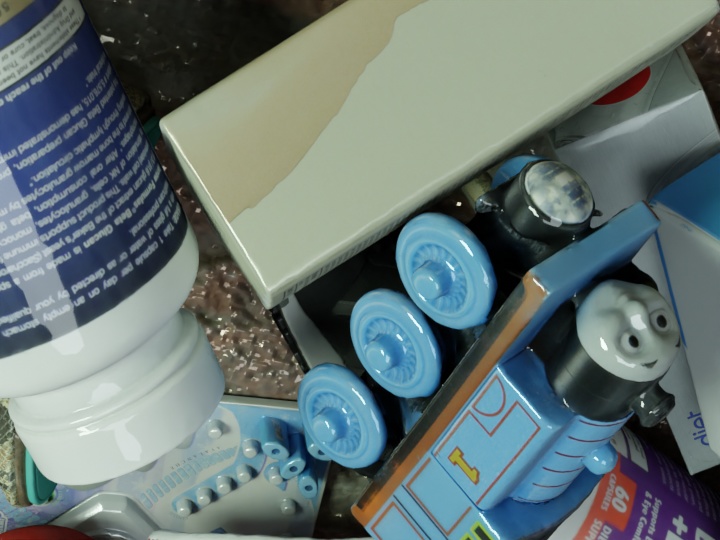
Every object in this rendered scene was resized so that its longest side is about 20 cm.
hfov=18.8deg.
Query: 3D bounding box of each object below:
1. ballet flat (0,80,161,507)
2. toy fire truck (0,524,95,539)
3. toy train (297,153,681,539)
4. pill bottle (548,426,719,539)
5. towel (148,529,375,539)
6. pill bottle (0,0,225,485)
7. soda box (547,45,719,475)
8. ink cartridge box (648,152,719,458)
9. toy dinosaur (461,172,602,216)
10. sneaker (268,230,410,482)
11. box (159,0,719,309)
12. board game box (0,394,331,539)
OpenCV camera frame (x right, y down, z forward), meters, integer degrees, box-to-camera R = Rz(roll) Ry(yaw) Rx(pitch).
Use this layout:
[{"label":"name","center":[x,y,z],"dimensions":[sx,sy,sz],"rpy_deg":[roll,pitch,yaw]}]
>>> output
[{"label":"ballet flat","center":[-0.142,0.003,0.924],"dimensions":[0.075,0.068,0.201],"rpy_deg":[22,115,7]},{"label":"toy fire truck","center":[-0.103,0.196,1.007],"dimensions":[0.199,0.129,0.177],"rpy_deg":[-26,125,-3]},{"label":"toy train","center":[0.054,0.042,0.846],"dimensions":[0.114,0.087,0.200],"rpy_deg":[48,140,12]},{"label":"pill bottle","center":[0.131,0.146,1.029],"dimensions":[0.200,0.112,0.111],"rpy_deg":[35,114,-28]},{"label":"towel","center":[0.004,0.179,1.020],"dimensions":[0.146,0.030,0.200],"rpy_deg":[-3,137,36]},{"label":"pill bottle","center":[-0.127,-0.023,0.811],"dimensions":[0.111,0.111,0.201],"rpy_deg":[-22,114,8]},{"label":"soda box","center":[0.140,-0.007,0.950],"dimensions":[0.068,0.064,0.201],"rpy_deg":[-21,126,7]},{"label":"ink cartridge box","center":[0.233,-0.010,0.902],"dimensions":[0.200,0.085,0.145],"rpy_deg":[-33,128,-17]},{"label":"toy dinosaur","center":[0.073,-0.005,0.910],"dimensions":[0.047,0.088,0.201],"rpy_deg":[-29,118,-6]},{"label":"sneaker","center":[0.000,0.000,0.944],"dimensions":[0.087,0.076,0.200],"rpy_deg":[-31,129,-4]},{"label":"box","center":[0.028,-0.072,0.827],"dimensions":[0.199,0.095,0.078],"rpy_deg":[-33,88,-6]},{"label":"board game box","center":[-0.124,0.141,1.044],"dimensions":[0.199,0.026,0.201],"rpy_deg":[6,125,-12]}]
